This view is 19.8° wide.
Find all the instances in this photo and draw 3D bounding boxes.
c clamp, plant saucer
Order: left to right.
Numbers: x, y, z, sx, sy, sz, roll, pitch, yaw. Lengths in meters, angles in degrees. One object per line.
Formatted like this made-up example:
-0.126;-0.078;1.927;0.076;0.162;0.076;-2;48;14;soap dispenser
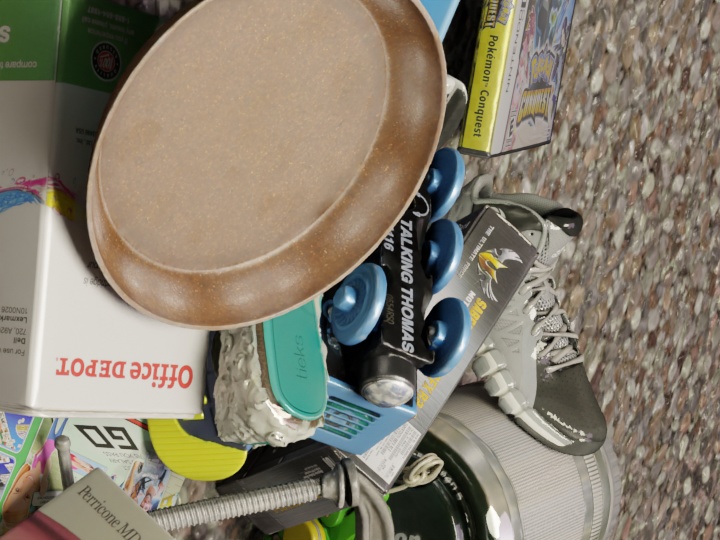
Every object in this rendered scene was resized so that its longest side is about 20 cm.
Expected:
-0.072;0.149;1.156;0.199;0.027;0.171;-6;131;-16;c clamp
-0.049;-0.064;0.992;0.200;0.034;0.201;-21;132;-26;plant saucer

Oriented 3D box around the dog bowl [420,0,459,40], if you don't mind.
0.030;-0.205;1.297;0.111;0.049;0.201;43;66;-56;dog bowl

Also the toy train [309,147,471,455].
0.000;0.000;1.164;0.087;0.114;0.201;23;48;-29;toy train

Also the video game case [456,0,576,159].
0.118;-0.173;1.430;0.200;0.025;0.181;-20;120;-71;video game case

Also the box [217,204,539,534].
0.010;0.064;1.286;0.048;0.158;0.200;42;59;-11;box

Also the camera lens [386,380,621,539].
0.072;0.162;1.417;0.200;0.160;0.161;-11;113;-56;camera lens

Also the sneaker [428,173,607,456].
0.120;0.020;1.377;0.115;0.200;0.075;-44;168;28;sneaker

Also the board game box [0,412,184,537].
-0.173;0.129;1.134;0.200;0.029;0.135;36;71;-57;board game box

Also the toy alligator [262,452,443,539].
-0.019;0.157;1.313;0.059;0.054;0.200;5;138;-44;toy alligator

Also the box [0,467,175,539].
-0.163;0.218;1.037;0.200;0.128;0.109;-37;134;-20;box

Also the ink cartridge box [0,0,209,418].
-0.142;-0.029;1.032;0.145;0.084;0.201;8;86;-59;ink cartridge box

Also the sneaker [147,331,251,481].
-0.088;0.015;1.180;0.082;0.074;0.201;-32;124;-69;sneaker

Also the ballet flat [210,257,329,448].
-0.054;0.002;1.092;0.072;0.072;0.201;51;34;-54;ballet flat

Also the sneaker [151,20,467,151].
-0.037;-0.102;1.063;0.200;0.081;0.075;7;129;-46;sneaker
